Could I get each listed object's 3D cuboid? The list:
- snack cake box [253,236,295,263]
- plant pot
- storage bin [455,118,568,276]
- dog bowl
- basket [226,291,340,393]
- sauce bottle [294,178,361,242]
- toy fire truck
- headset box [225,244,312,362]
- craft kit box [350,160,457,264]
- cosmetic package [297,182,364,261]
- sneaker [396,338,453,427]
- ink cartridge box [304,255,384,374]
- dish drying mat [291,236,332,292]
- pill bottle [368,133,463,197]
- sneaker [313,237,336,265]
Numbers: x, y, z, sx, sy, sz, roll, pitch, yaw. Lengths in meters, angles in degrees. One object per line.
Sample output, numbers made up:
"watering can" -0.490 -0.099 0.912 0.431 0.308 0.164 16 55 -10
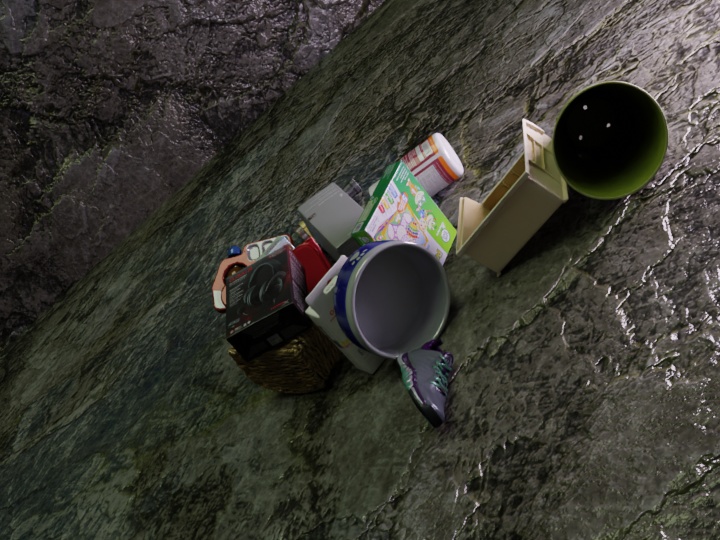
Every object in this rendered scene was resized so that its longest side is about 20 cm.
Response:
"snack cake box" -0.135 0.040 1.818 0.115 0.200 0.067 -47 15 -11
"plant pot" 0.411 -0.236 1.498 0.186 0.188 0.200 -35 10 15
"storage bin" 0.264 -0.132 1.543 0.201 0.093 0.200 -53 16 35
"dog bowl" 0.054 0.049 1.520 0.201 0.200 0.078 -49 23 -15
"basket" -0.132 0.143 1.714 0.197 0.143 0.151 -5 45 37
"sauce bottle" -0.079 -0.148 2.212 0.200 0.065 0.065 -43 24 -3
"toy fire truck" -0.235 0.016 1.951 0.196 0.112 0.171 -13 65 6
"headset box" -0.178 0.054 1.664 0.147 0.078 0.202 -27 38 12
"craft kit box" 0.087 -0.070 1.667 0.048 0.198 0.202 -14 37 41
"cosmetic package" -0.039 -0.089 1.827 0.106 0.091 0.200 -36 37 -10
"sneaker" 0.115 0.168 1.395 0.087 0.075 0.201 -35 24 5
"ink cartridge box" -0.017 0.076 1.585 0.117 0.201 0.067 -48 25 -15
"dish drying mat" -0.072 0.037 1.753 0.076 0.202 0.018 -35 -3 17
"pill bottle" 0.121 -0.204 1.937 0.198 0.110 0.110 -35 25 17
"sneaker" -0.079 -0.013 1.918 0.075 0.079 0.204 135 152 -78
